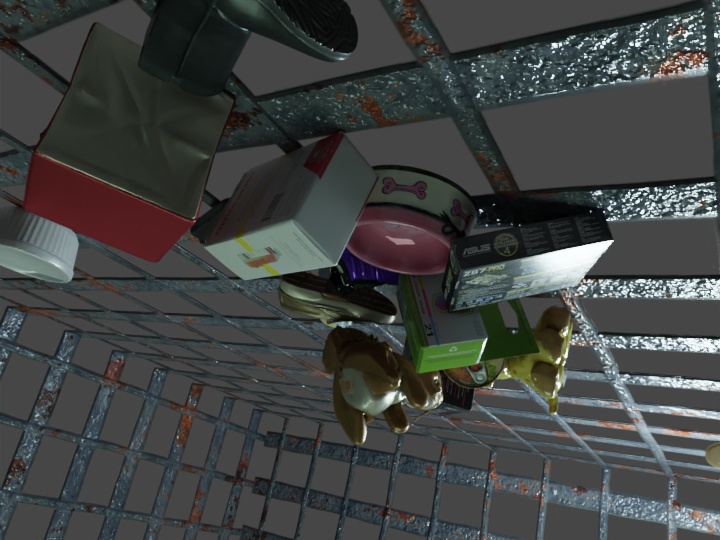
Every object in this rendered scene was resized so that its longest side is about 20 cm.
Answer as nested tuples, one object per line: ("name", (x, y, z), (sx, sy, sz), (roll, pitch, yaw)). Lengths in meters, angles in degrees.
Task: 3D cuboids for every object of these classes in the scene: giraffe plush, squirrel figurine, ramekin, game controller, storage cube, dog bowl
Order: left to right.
("ramekin", (-0.695, -0.056, 1.307), (0.198, 0.096, 0.203), (11, 158, 5))
("storage cube", (-0.272, -0.138, 0.733), (0.197, 0.174, 0.179), (24, 155, -24))
("game controller", (-0.214, -0.076, 1.050), (0.103, 0.043, 0.199), (9, 165, -32))
("squirrel figurine", (0.040, 0.160, 0.993), (0.184, 0.144, 0.200), (0, -148, -42))
("dog bowl", (0.060, -0.060, 0.855), (0.196, 0.075, 0.201), (12, 158, 5))
("giraffe plush", (0.287, 0.153, 1.120), (0.159, 0.175, 0.201), (10, 148, 24))

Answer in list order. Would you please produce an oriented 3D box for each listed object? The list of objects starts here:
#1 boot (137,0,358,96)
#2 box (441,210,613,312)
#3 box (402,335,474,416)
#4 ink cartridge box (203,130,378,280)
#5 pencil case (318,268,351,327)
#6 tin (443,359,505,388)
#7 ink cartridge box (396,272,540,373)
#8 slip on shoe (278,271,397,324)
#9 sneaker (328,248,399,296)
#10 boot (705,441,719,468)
("boot", (-0.114, -0.214, 0.585), (0.163, 0.067, 0.199), (32, 150, -21))
("box", (0.213, -0.007, 0.828), (0.196, 0.050, 0.162), (-12, 159, -1))
("box", (0.150, 0.157, 1.161), (0.113, 0.204, 0.132), (18, 159, -10))
("ink cartridge box", (-0.091, -0.076, 0.793), (0.198, 0.147, 0.083), (-8, 138, 46))
("pencil case", (-0.040, 0.040, 1.139), (0.081, 0.092, 0.201), (-11, 159, -10))
("tin", (0.175, 0.100, 1.051), (0.110, 0.203, 0.042), (-20, -173, 17))
("ink cartridge box", (0.165, 0.060, 0.940), (0.196, 0.150, 0.076), (-8, 143, -8))
("slip on shoe", (-0.039, 0.057, 1.006), (0.196, 0.076, 0.062), (14, 117, 0))
("sneaker", (0.000, 0.000, 0.982), (0.198, 0.101, 0.069), (30, 176, -29))
("boot", (1.067, 0.513, 1.681), (0.153, 0.078, 0.199), (21, 151, -30))
